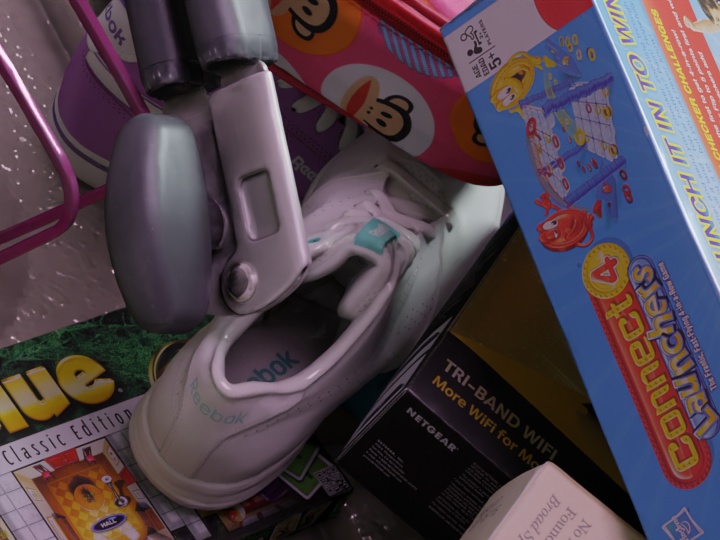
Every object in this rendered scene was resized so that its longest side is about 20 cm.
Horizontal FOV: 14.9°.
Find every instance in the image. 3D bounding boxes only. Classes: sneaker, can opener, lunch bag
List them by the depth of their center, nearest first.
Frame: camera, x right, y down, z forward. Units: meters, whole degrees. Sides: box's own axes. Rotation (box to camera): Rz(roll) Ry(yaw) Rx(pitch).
[{"bbox_3d":[-0.059,-0.080,0.930,0.066,0.052,0.201,7,70,-52],"label":"can opener"},{"bbox_3d":[0.000,0.000,0.986,0.075,0.089,0.200,37,56,3],"label":"sneaker"},{"bbox_3d":[0.022,-0.140,1.034,0.176,0.082,0.200,32,44,-3],"label":"lunch bag"},{"bbox_3d":[-0.013,-0.059,1.077,0.199,0.114,0.073,15,44,-20],"label":"sneaker"}]

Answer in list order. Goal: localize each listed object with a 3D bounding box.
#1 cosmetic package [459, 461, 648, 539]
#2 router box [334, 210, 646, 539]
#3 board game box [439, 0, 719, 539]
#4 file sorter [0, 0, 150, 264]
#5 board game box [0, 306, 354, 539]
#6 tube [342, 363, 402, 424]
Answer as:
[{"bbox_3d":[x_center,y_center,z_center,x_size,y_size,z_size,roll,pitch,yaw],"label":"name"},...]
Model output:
[{"bbox_3d":[0.098,0.164,0.857,0.200,0.073,0.104,38,71,-1],"label":"cosmetic package"},{"bbox_3d":[0.109,0.073,0.974,0.200,0.052,0.157,40,43,-3],"label":"router box"},{"bbox_3d":[0.133,0.004,0.919,0.195,0.056,0.201,10,53,-53],"label":"board game box"},{"bbox_3d":[-0.184,-0.031,0.915,0.200,0.139,0.126,-40,103,-47],"label":"file sorter"},{"bbox_3d":[-0.105,0.072,0.969,0.199,0.024,0.105,-20,62,-41],"label":"board game box"},{"bbox_3d":[0.055,0.077,1.043,0.077,0.050,0.200,-42,80,-20],"label":"tube"}]
